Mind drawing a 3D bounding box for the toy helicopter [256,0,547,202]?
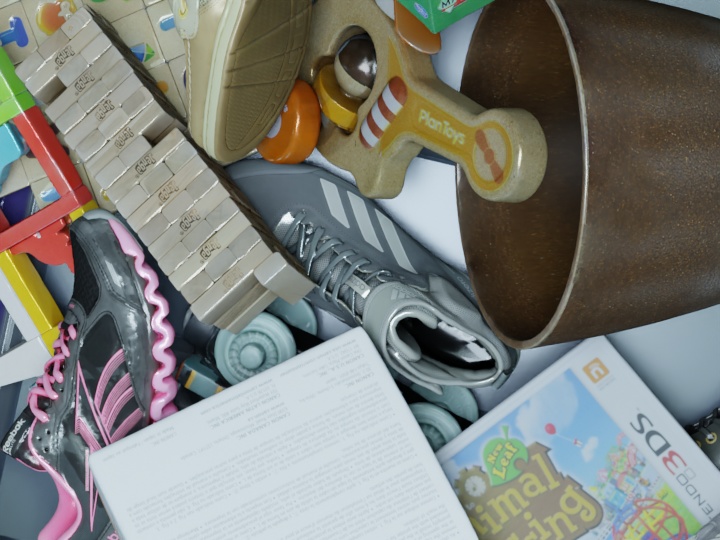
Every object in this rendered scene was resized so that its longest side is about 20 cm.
[{"bbox_3d":[0.031,-0.095,1.040,0.078,0.200,0.133,1,111,-38],"label":"toy helicopter"}]

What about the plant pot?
[{"bbox_3d":[0.172,-0.056,1.050,0.198,0.187,0.189,-1,95,-17],"label":"plant pot"}]

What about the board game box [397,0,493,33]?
[{"bbox_3d":[0.080,-0.208,1.035,0.199,0.029,0.135,-31,49,-16],"label":"board game box"}]

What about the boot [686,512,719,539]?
[{"bbox_3d":[0.191,0.152,0.985,0.073,0.096,0.200,41,69,12],"label":"boot"}]

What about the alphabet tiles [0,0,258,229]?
[{"bbox_3d":[-0.145,-0.120,1.137,0.199,0.006,0.168,-22,84,7],"label":"alphabet tiles"}]

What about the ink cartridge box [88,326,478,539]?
[{"bbox_3d":[-0.024,0.148,1.006,0.161,0.050,0.201,-25,71,-11],"label":"ink cartridge box"}]

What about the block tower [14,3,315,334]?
[{"bbox_3d":[-0.109,-0.054,1.080,0.058,0.054,0.200,-42,71,5],"label":"block tower"}]

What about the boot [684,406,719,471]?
[{"bbox_3d":[0.192,0.087,1.104,0.137,0.077,0.202,13,95,9],"label":"boot"}]

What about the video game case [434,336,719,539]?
[{"bbox_3d":[0.107,0.156,1.040,0.199,0.022,0.182,-35,74,-17],"label":"video game case"}]

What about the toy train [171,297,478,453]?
[{"bbox_3d":[-0.021,0.093,1.120,0.199,0.085,0.115,28,106,3],"label":"toy train"}]

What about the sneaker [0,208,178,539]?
[{"bbox_3d":[-0.146,0.069,1.069,0.095,0.079,0.202,-8,100,-16],"label":"sneaker"}]

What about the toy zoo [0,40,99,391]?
[{"bbox_3d":[-0.207,-0.016,1.133,0.131,0.020,0.201,-28,97,22],"label":"toy zoo"}]

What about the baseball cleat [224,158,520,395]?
[{"bbox_3d":[0.000,0.000,1.095,0.199,0.106,0.070,27,101,4],"label":"baseball cleat"}]

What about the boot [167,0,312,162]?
[{"bbox_3d":[-0.104,-0.169,1.043,0.155,0.073,0.202,19,118,27],"label":"boot"}]
